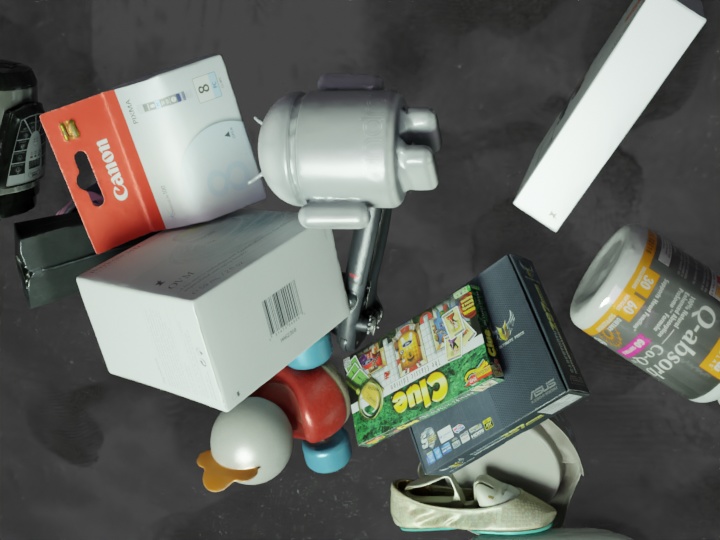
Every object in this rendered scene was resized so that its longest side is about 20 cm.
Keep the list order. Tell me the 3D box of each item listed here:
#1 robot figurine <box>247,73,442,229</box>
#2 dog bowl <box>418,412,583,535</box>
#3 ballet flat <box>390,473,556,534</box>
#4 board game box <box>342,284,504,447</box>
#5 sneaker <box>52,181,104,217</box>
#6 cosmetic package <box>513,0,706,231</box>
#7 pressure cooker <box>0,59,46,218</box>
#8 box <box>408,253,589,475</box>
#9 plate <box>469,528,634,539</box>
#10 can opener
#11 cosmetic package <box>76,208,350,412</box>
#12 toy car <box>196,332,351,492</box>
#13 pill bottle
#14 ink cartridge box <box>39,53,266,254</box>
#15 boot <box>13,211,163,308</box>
[{"bbox_3d":[-0.018,-0.122,0.806,0.195,0.173,0.113,1,156,13],"label":"robot figurine"},{"bbox_3d":[0.166,0.221,0.951,0.195,0.059,0.204,9,118,17],"label":"dog bowl"},{"bbox_3d":[0.122,0.263,0.919,0.196,0.067,0.064,-8,97,22],"label":"ballet flat"},{"bbox_3d":[0.061,0.107,0.871,0.199,0.023,0.107,-34,58,35],"label":"board game box"},{"bbox_3d":[-0.359,-0.046,0.996,0.199,0.082,0.070,-37,99,31],"label":"sneaker"},{"bbox_3d":[0.213,-0.150,0.694,0.051,0.151,0.202,31,121,2],"label":"cosmetic package"},{"bbox_3d":[-0.455,-0.137,0.922,0.178,0.173,0.205,29,118,50],"label":"pressure cooker"},{"bbox_3d":[0.125,0.104,0.860,0.199,0.050,0.160,-37,56,31],"label":"box"},{"bbox_3d":[0.227,0.337,0.947,0.195,0.033,0.201,-6,148,14],"label":"plate"},{"bbox_3d":[0.000,0.000,0.898,0.077,0.064,0.204,20,121,10],"label":"can opener"},{"bbox_3d":[-0.153,0.026,0.856,0.197,0.198,0.126,6,119,39],"label":"cosmetic package"},{"bbox_3d":[-0.125,0.177,0.936,0.174,0.200,0.188,10,122,32],"label":"toy car"},{"bbox_3d":[0.313,0.053,0.779,0.198,0.117,0.117,32,122,2],"label":"pill bottle"},{"bbox_3d":[-0.216,-0.122,0.860,0.197,0.047,0.163,-24,113,-16],"label":"ink cartridge box"},{"bbox_3d":[-0.286,0.008,0.928,0.065,0.197,0.169,17,118,48],"label":"boot"}]
